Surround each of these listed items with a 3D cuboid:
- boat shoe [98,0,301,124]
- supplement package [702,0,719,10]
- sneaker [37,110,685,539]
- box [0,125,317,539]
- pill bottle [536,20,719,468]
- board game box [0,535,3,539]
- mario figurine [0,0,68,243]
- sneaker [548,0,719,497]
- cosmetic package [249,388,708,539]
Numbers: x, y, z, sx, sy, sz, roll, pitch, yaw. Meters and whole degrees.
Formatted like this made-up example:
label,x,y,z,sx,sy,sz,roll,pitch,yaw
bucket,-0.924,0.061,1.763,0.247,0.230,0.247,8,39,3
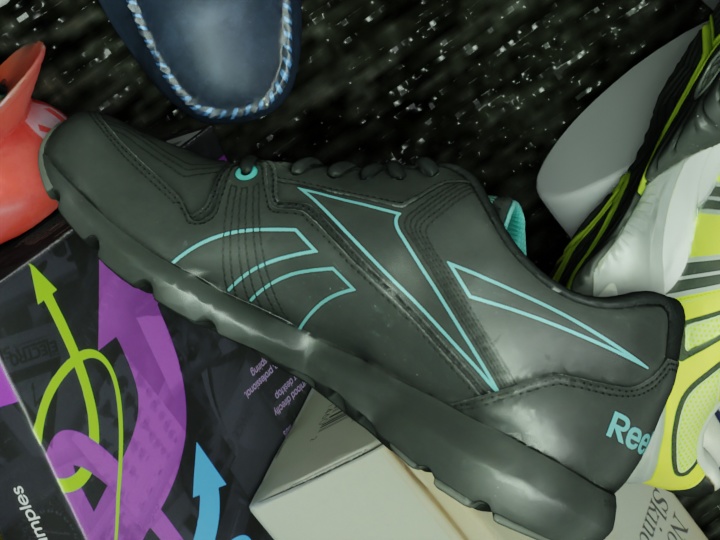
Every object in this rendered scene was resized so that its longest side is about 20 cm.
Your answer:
label,x,y,z,sx,sy,sz,roll,pitch,yaw
boat shoe,-0.068,-0.139,0.748,0.084,0.069,0.201,-22,103,-8
supplement package,0.231,-0.079,0.795,0.200,0.121,0.120,38,89,-16
sneaker,0.000,0.000,0.682,0.199,0.075,0.080,31,92,13
box,-0.051,0.072,0.756,0.036,0.143,0.201,-14,107,32
pill bottle,0.154,0.019,0.797,0.116,0.116,0.200,-40,104,-4
board game box,-0.115,0.166,0.790,0.199,0.062,0.201,-16,101,-9
mario figurine,-0.170,-0.079,0.713,0.199,0.106,0.124,28,75,-8
sneaker,0.117,-0.021,0.697,0.076,0.075,0.200,30,119,-4
cosmetic package,0.062,0.109,0.786,0.073,0.104,0.200,-28,110,34
